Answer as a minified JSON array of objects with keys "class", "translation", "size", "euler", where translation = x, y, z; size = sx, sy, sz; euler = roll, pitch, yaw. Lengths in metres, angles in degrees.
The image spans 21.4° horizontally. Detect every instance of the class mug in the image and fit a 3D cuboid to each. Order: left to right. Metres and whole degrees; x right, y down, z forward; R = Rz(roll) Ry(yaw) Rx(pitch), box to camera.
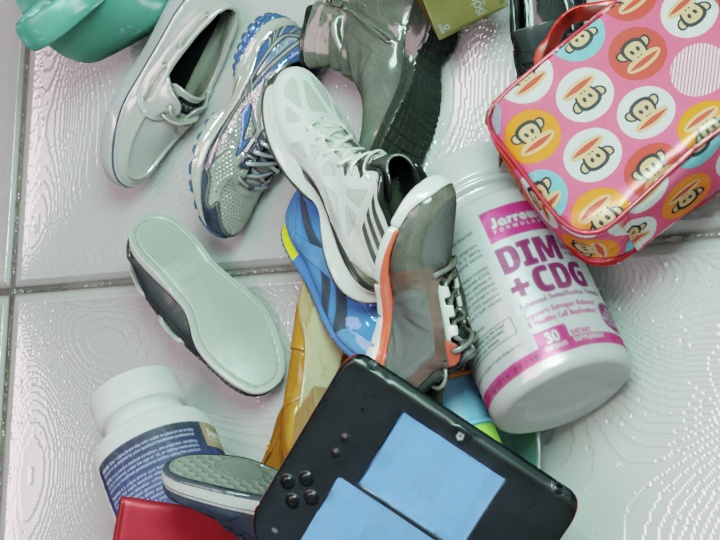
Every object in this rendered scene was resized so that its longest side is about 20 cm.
[{"class":"mug","translation":[-0.233,-0.269,1.739],"size":[0.114,0.152,0.186],"euler":[-23,57,32]}]

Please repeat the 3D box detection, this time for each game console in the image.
[{"class":"game console","translation":[0.035,0.181,1.385],"size":[0.199,0.031,0.178],"euler":[33,114,5]}]

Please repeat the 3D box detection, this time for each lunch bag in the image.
[{"class":"lunch bag","translation":[0.192,-0.120,1.377],"size":[0.199,0.082,0.177],"euler":[-36,60,2]}]

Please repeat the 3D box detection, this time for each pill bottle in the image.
[{"class":"pill bottle","translation":[-0.163,0.187,1.633],"size":[0.111,0.111,0.201],"euler":[-39,60,27]},{"class":"pill bottle","translation":[0.115,0.010,1.433],"size":[0.113,0.113,0.201],"euler":[-38,61,28]}]

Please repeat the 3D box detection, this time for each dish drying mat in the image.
[{"class":"dish drying mat","translation":[-0.103,0.235,1.540],"size":[0.018,0.198,0.077],"euler":[-167,88,-78]}]

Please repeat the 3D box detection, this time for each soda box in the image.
[{"class":"soda box","translation":[0.048,-0.279,1.530],"size":[0.064,0.068,0.201],"euler":[-26,48,2]}]

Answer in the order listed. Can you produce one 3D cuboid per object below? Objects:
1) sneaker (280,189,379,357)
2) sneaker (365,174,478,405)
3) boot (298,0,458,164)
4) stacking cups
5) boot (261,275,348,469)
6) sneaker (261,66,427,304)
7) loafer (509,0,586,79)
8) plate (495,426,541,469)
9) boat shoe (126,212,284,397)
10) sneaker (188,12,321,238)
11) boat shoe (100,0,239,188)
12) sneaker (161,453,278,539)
[{"class":"sneaker","translation":[0.000,0.000,1.518],"size":[0.201,0.066,0.079],"euler":[58,138,32]},{"class":"sneaker","translation":[0.057,0.029,1.378],"size":[0.081,0.077,0.201],"euler":[23,119,27]},{"class":"boot","translation":[0.003,-0.164,1.581],"size":[0.130,0.068,0.202],"euler":[14,83,33]},{"class":"stacking cups","translation":[0.073,0.106,1.445],"size":[0.060,0.060,0.201],"euler":[-31,68,31]},{"class":"boot","translation":[-0.043,0.093,1.578],"size":[0.144,0.070,0.202],"euler":[121,161,-47]},{"class":"sneaker","translation":[0.000,-0.086,1.458],"size":[0.115,0.075,0.202],"euler":[-41,69,51]},{"class":"loafer","translation":[0.143,-0.172,1.469],"size":[0.068,0.070,0.202],"euler":[-12,75,38]},{"class":"plate","translation":[0.066,0.152,1.507],"size":[0.199,0.025,0.202],"euler":[-7,79,39]},{"class":"boat shoe","translation":[-0.136,0.037,1.671],"size":[0.201,0.075,0.060],"euler":[55,154,22]},{"class":"sneaker","translation":[-0.083,-0.120,1.647],"size":[0.085,0.077,0.202],"euler":[22,97,35]},{"class":"boat shoe","translation":[-0.169,-0.161,1.730],"size":[0.066,0.072,0.201],"euler":[33,95,43]},{"class":"sneaker","translation":[-0.072,0.231,1.488],"size":[0.077,0.201,0.147],"euler":[-95,22,-72]}]
